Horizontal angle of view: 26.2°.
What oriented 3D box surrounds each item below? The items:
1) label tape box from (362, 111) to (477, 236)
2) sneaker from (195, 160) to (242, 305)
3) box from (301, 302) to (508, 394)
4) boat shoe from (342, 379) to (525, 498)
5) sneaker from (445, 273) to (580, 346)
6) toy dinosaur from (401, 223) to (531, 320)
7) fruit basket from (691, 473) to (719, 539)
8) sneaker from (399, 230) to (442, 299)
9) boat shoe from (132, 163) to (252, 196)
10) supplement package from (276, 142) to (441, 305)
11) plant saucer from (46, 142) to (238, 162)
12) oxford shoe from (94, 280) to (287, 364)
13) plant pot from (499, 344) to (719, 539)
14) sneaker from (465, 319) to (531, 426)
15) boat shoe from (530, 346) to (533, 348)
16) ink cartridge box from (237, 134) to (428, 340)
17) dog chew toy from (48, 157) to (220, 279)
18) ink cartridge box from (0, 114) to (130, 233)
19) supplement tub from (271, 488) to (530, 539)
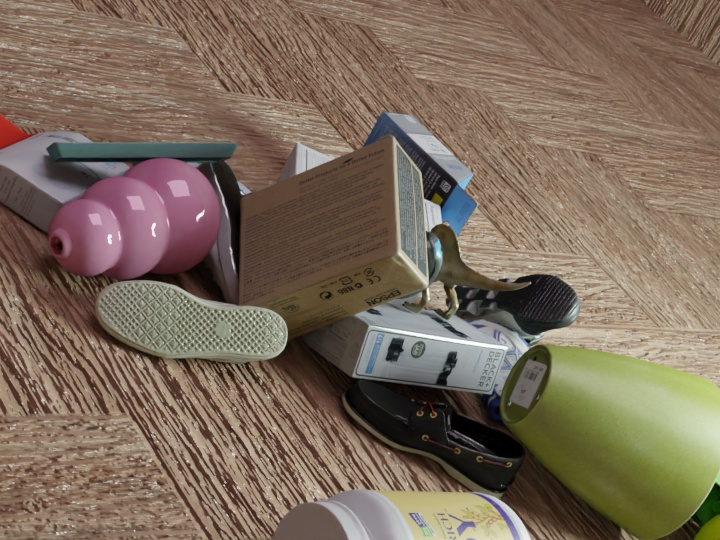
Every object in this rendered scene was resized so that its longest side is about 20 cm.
[{"bbox_3d":[0.071,-0.087,1.981,0.063,0.145,0.200,1,38,-49],"label":"label tape box"},{"bbox_3d":[-0.162,-0.024,1.728,0.073,0.084,0.201,31,36,-53],"label":"sneaker"},{"bbox_3d":[0.050,0.081,1.710,0.199,0.060,0.117,9,13,-37],"label":"box"},{"bbox_3d":[0.077,0.164,1.623,0.201,0.063,0.074,29,27,0],"label":"boat shoe"},{"bbox_3d":[0.196,0.057,1.836,0.200,0.074,0.089,4,-46,54],"label":"sneaker"},{"bbox_3d":[0.091,0.002,1.731,0.058,0.102,0.200,1,27,-44],"label":"toy dinosaur"},{"bbox_3d":[0.426,0.300,1.695,0.214,0.156,0.217,0,63,1],"label":"fruit basket"},{"bbox_3d":[0.000,0.000,1.724,0.082,0.199,0.074,4,75,-53],"label":"sneaker"},{"bbox_3d":[-0.176,-0.092,1.816,0.200,0.072,0.062,36,19,15],"label":"boat shoe"},{"bbox_3d":[-0.011,-0.049,1.862,0.199,0.110,0.114,23,26,-12],"label":"supplement package"},{"bbox_3d":[-0.236,-0.127,1.676,0.199,0.019,0.070,-2,-1,-19],"label":"plant saucer"},{"bbox_3d":[-0.173,0.057,1.566,0.199,0.076,0.058,10,-11,-21],"label":"oxford shoe"},{"bbox_3d":[0.254,0.161,1.644,0.199,0.187,0.187,27,25,-19],"label":"plant pot"},{"bbox_3d":[0.165,0.128,1.770,0.200,0.076,0.088,35,41,31],"label":"sneaker"},{"bbox_3d":[0.267,0.128,1.876,0.199,0.075,0.066,18,25,-25],"label":"boat shoe"},{"bbox_3d":[-0.031,-0.032,1.652,0.075,0.199,0.165,45,33,-42],"label":"ink cartridge box"},{"bbox_3d":[-0.240,-0.047,1.613,0.124,0.125,0.200,41,35,23],"label":"dog chew toy"},{"bbox_3d":[-0.373,-0.131,1.703,0.200,0.047,0.160,35,26,6],"label":"ink cartridge box"},{"bbox_3d":[0.035,0.258,1.304,0.199,0.146,0.146,8,33,-39],"label":"supplement tub"}]
